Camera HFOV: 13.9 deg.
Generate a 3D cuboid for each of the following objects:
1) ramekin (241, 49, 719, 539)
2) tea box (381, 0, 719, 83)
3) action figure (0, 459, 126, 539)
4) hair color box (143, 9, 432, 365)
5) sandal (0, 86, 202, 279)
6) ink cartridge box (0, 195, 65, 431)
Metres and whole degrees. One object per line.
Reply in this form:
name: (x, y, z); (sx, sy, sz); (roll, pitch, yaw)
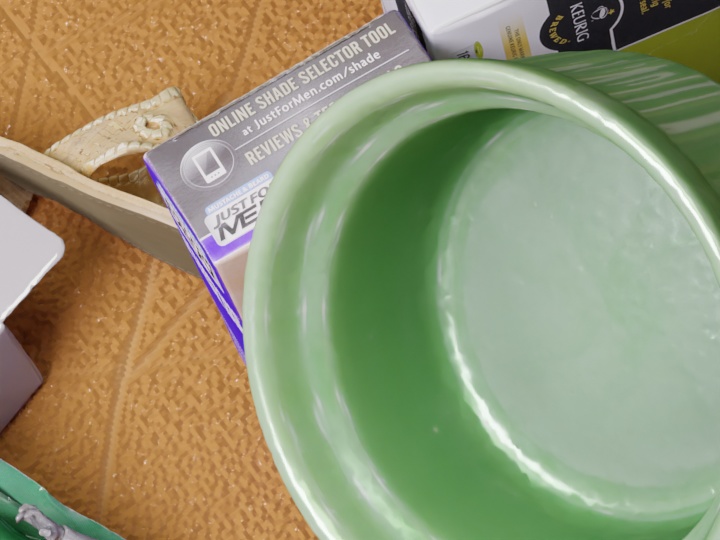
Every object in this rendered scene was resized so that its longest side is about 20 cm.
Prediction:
ramekin: (0.067, 0.021, 0.983); (0.200, 0.098, 0.201); (11, 109, 34)
tea box: (0.106, -0.132, 1.180); (0.196, 0.200, 0.134); (-22, 62, -2)
action figure: (-0.138, 0.124, 1.153); (0.200, 0.055, 0.118); (28, 91, -8)
hair color box: (0.000, 0.000, 1.134); (0.109, 0.200, 0.065); (-31, 57, -5)
sandal: (-0.101, -0.050, 1.248); (0.211, 0.078, 0.070); (17, 75, 23)
ink cartridge box: (-0.216, 0.049, 1.227); (0.116, 0.068, 0.200); (34, 76, 22)
